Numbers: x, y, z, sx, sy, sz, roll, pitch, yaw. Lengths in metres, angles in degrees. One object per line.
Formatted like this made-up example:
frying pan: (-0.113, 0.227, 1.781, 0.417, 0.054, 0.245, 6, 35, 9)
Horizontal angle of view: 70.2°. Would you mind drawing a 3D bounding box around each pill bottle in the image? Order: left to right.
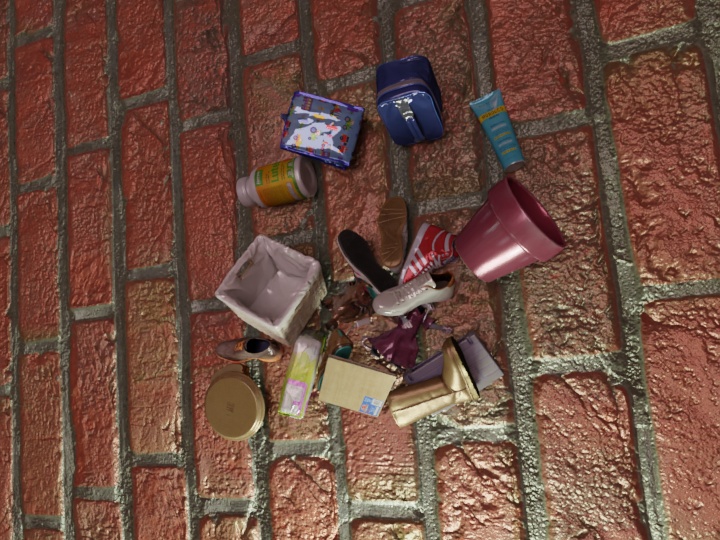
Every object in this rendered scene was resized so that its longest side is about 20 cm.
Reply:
pill bottle: (-0.227, -0.231, 1.377, 0.199, 0.111, 0.111, -11, 82, 20)

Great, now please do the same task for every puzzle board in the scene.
puzzle board: (-0.012, 0.262, 1.160, 0.150, 0.200, 0.017, 16, 49, 1)

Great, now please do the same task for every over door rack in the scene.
over door rack: (-0.018, 0.210, 1.232, 0.200, 0.066, 0.148, -40, 68, 59)

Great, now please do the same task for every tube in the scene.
tube: (0.329, -0.331, 1.214, 0.077, 0.050, 0.201, -21, 73, 10)

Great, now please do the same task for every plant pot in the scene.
plant pot: (0.315, -0.077, 1.129, 0.179, 0.200, 0.200, -41, 73, 30)

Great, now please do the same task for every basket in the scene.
basket: (-0.212, 0.054, 1.293, 0.200, 0.161, 0.198, 25, 69, 21)

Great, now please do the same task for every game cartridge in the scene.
game cartridge: (0.214, 0.242, 1.187, 0.200, 0.038, 0.130, -35, 106, 15)

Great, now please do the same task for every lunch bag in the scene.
lunch bag: (-0.107, -0.361, 1.307, 0.199, 0.094, 0.151, 15, 91, -11)
lunch bag: (0.119, -0.386, 1.219, 0.135, 0.200, 0.133, -8, 65, 22)

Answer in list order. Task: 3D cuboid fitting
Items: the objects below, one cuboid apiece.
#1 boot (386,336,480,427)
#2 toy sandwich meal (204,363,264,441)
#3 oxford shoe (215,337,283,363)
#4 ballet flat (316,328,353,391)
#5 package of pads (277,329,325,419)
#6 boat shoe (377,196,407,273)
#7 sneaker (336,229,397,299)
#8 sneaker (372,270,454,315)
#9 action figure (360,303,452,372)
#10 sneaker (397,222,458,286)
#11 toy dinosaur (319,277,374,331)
boot: (0.148, 0.255, 1.147, 0.199, 0.066, 0.176, -22, 106, 13)
toy sandwich meal: (-0.339, 0.359, 1.398, 0.204, 0.070, 0.206, 0, 89, 17)
oxford shoe: (-0.311, 0.205, 1.384, 0.199, 0.073, 0.072, -5, 60, 16)
ballet flat: (-0.067, 0.205, 1.194, 0.200, 0.068, 0.072, 108, 148, -44)
package of pads: (-0.145, 0.253, 1.279, 0.068, 0.155, 0.201, 14, 91, 0)
boat shoe: (0.083, -0.087, 1.272, 0.071, 0.069, 0.201, -1, 64, 15)
sneaker: (0.000, 0.000, 1.266, 0.084, 0.121, 0.200, -36, 86, -31)
sneaker: (0.121, 0.040, 1.167, 0.199, 0.085, 0.073, -16, 52, -14)
action figure: (0.118, 0.138, 1.242, 0.200, 0.134, 0.149, -61, 31, -3)
sneaker: (0.167, -0.008, 1.232, 0.112, 0.071, 0.201, 20, 91, 24)
toy dinosaur: (-0.019, 0.087, 1.233, 0.135, 0.200, 0.086, -20, 77, 5)
